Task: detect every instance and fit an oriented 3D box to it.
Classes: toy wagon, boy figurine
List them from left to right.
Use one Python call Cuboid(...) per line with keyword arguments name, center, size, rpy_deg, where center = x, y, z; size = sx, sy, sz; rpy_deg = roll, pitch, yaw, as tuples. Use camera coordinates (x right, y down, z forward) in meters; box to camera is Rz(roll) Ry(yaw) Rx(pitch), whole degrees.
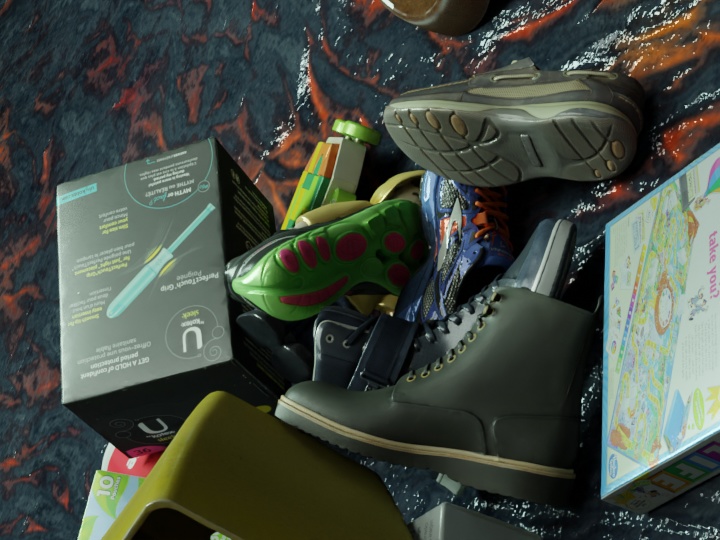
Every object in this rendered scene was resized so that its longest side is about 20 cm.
Cuboid(name="toy wagon", center=(-0.029, -0.049, 1.796), size=(0.200, 0.039, 0.156), rpy_deg=(-151, 81, -82))
Cuboid(name="boy figurine", center=(0.000, 0.000, 1.660), size=(0.200, 0.124, 0.064), rpy_deg=(-43, 8, -23))

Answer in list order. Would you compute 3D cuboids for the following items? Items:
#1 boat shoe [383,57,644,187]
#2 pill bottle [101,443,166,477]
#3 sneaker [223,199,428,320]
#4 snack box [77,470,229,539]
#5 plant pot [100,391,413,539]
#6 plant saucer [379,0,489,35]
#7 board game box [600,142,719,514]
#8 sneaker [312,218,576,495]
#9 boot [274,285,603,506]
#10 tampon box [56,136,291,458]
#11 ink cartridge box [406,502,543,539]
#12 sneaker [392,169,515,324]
Cuboid(name="boat shoe", center=(0.112, -0.106, 1.515), size=(0.199, 0.075, 0.073), rpy_deg=(7, 46, 32))
Cuboid(name="pill bottle", center=(-0.136, 0.190, 1.773), size=(0.113, 0.112, 0.200), rpy_deg=(-67, 25, 3))
Cuboid(name="sneaker", center=(-0.020, -0.012, 1.569), size=(0.084, 0.200, 0.077), rpy_deg=(6, 100, 41))
Cuboid(name="snack box", center=(-0.117, 0.237, 1.616), size=(0.053, 0.199, 0.143), rpy_deg=(61, -140, -64))
Cuboid(name="plant pot", center=(-0.077, 0.198, 1.372), size=(0.200, 0.200, 0.177), rpy_deg=(-53, 15, 29))
Cuboid(name="plant saucer", center=(0.035, -0.280, 1.751), size=(0.200, 0.034, 0.201), rpy_deg=(46, 150, 37))
Cuboid(name="board game box", center=(0.200, 0.031, 1.309), size=(0.134, 0.034, 0.201), rpy_deg=(-38, 38, 48))
Cuboid(name="sneaker", center=(0.050, 0.033, 1.472), size=(0.203, 0.146, 0.077), rpy_deg=(-63, -8, 9))
Cuboid(name="boot", center=(0.055, 0.063, 1.409), size=(0.077, 0.199, 0.139), rpy_deg=(19, -95, -80))
Cuboid(name="tampon box", center=(-0.150, 0.025, 1.731), size=(0.149, 0.126, 0.201), rpy_deg=(-15, 60, 16))
Cuboid(name="ink cartridge box", center=(0.028, 0.258, 1.417), size=(0.200, 0.083, 0.147), rpy_deg=(-39, 37, 48))
Cuboid(name="sneaker", center=(0.085, -0.017, 1.559), size=(0.078, 0.075, 0.201), rpy_deg=(-1, 74, 49))
